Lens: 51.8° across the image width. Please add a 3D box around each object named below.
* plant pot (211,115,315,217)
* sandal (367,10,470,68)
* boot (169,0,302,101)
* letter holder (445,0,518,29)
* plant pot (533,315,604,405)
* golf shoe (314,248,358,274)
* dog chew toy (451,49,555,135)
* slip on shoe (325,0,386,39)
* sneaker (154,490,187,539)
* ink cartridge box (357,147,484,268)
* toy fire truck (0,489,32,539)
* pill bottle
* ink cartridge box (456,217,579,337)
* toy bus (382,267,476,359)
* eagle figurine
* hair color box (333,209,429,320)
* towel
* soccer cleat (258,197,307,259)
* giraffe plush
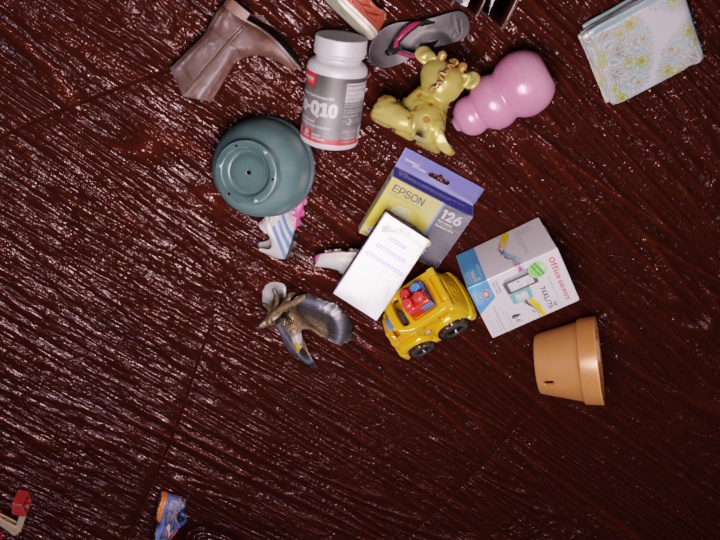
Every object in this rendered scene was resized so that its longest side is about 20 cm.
[{"bbox_3d":[-0.198,-0.192,1.412,0.200,0.134,0.201,2,103,9],"label":"plant pot"},{"bbox_3d":[0.107,-0.432,1.378,0.200,0.045,0.075,-17,120,7],"label":"sandal"},{"bbox_3d":[-0.235,-0.375,1.382,0.186,0.064,0.200,41,107,-8],"label":"boot"},{"bbox_3d":[0.236,-0.534,1.271,0.100,0.142,0.200,17,117,-12],"label":"letter holder"},{"bbox_3d":[0.473,0.207,1.685,0.140,0.200,0.200,-6,121,19],"label":"plant pot"},{"bbox_3d":[0.000,0.000,1.580,0.200,0.075,0.092,3,86,3],"label":"golf shoe"},{"bbox_3d":[0.264,-0.328,1.407,0.200,0.125,0.125,-28,117,22],"label":"dog chew toy"},{"bbox_3d":[-0.032,-0.504,1.324,0.200,0.074,0.061,41,87,-21],"label":"slip on shoe"},{"bbox_3d":[-0.500,0.669,1.953,0.078,0.075,0.200,7,120,-10],"label":"sneaker"},{"bbox_3d":[0.128,-0.125,1.554,0.197,0.047,0.200,25,118,-15],"label":"ink cartridge box"},{"bbox_3d":[-0.937,0.659,1.937,0.141,0.049,0.200,8,119,-8],"label":"toy fire truck"},{"bbox_3d":[-0.048,-0.337,1.385,0.114,0.114,0.200,5,119,-6],"label":"pill bottle"},{"bbox_3d":[0.333,0.014,1.582,0.200,0.146,0.147,-26,118,11],"label":"ink cartridge box"},{"bbox_3d":[0.117,0.088,1.573,0.200,0.136,0.192,-35,154,18],"label":"toy bus"},{"bbox_3d":[-0.136,0.124,1.651,0.152,0.151,0.200,8,165,37],"label":"eagle figurine"},{"bbox_3d":[0.042,-0.012,1.518,0.109,0.065,0.200,33,101,-4],"label":"hair color box"},{"bbox_3d":[0.529,-0.429,1.402,0.200,0.048,0.171,-27,120,12],"label":"towel"},{"bbox_3d":[-0.162,-0.112,1.530,0.086,0.070,0.200,12,118,-10],"label":"soccer cleat"},{"bbox_3d":[0.127,-0.321,1.376,0.172,0.200,0.162,25,97,-21],"label":"giraffe plush"}]
